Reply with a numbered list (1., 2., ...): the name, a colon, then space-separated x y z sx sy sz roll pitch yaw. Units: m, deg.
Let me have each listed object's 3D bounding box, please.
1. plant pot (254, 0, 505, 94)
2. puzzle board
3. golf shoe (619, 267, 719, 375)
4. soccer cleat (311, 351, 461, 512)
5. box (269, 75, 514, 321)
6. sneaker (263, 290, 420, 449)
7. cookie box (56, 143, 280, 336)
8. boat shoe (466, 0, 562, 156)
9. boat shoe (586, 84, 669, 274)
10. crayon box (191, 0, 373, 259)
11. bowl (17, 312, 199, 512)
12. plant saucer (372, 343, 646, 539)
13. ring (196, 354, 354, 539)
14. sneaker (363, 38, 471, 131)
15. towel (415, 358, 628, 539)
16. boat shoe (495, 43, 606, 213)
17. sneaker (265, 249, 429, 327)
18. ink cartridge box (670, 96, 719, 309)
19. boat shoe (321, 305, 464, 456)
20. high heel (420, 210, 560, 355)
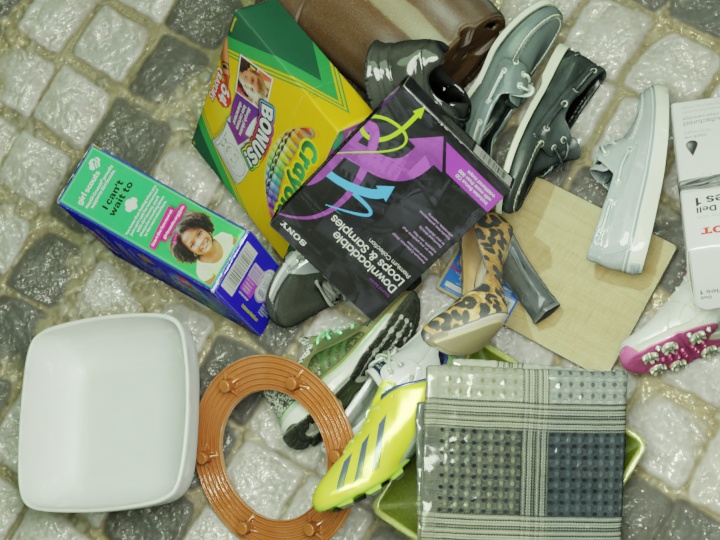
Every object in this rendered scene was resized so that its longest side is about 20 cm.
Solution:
1. plant pot: 0.030 -0.267 1.663 0.200 0.200 0.198 -45 78 -1
2. puzzle board: 0.196 -0.002 1.632 0.199 0.017 0.151 28 85 20
3. golf shoe: 0.331 0.029 1.566 0.199 0.075 0.092 -27 59 0
4. soccer cleat: 0.026 0.151 1.535 0.200 0.065 0.084 -37 90 -10
5. box: 0.028 -0.065 1.549 0.143 0.036 0.200 42 115 -7
6. sneaker: -0.025 0.082 1.639 0.200 0.077 0.089 -45 61 -3
7. cookie box: -0.187 -0.029 1.655 0.199 0.171 0.076 28 81 19
8. boat shoe: 0.152 -0.182 1.658 0.062 0.073 0.201 40 95 34
9. boat shoe: 0.262 -0.096 1.599 0.071 0.070 0.202 10 71 7
10. crayon box: -0.083 -0.142 1.650 0.058 0.201 0.173 -23 64 -34
11. bowl: -0.247 0.150 1.662 0.198 0.075 0.202 -7 73 23
12. plant saucer: 0.146 0.202 1.572 0.199 0.048 0.201 31 84 20
13. ring: -0.089 0.184 1.605 0.199 0.019 0.202 4 98 33
14. sneaker: 0.069 -0.132 1.567 0.090 0.201 0.076 -8 34 20
15. towel: 0.147 0.182 1.504 0.198 0.035 0.194 3 88 -7
16. boat shoe: 0.194 -0.135 1.633 0.066 0.075 0.200 21 61 11
17. sneaker: 0.000 0.000 1.634 0.200 0.075 0.115 -46 49 -1
18. ink cartridge box: 0.373 -0.071 1.529 0.145 0.085 0.201 -8 46 12
19. boat shoe: 0.036 0.113 1.594 0.067 0.073 0.201 34 82 -22
20. high heel: 0.092 0.004 1.561 0.143 0.199 0.071 55 129 17
